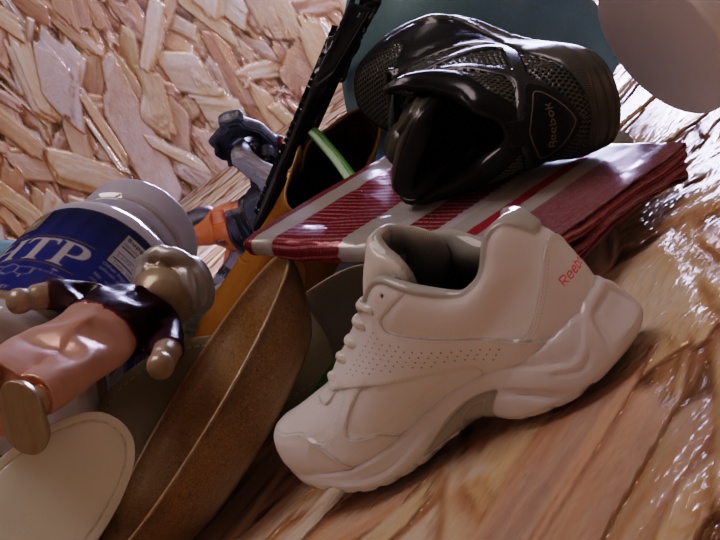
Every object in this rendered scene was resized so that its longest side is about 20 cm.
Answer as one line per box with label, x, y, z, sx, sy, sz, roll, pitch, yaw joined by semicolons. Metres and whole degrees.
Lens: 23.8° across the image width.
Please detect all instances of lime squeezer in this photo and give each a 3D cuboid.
lime squeezer;0.000;0.000;0.991;0.071;0.038;0.200;-18;57;34

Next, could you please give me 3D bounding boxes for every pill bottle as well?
pill bottle;0.234;-0.183;0.964;0.200;0.116;0.116;-41;10;-21
pill bottle;-0.189;0.024;1.139;0.120;0.120;0.200;-31;15;34

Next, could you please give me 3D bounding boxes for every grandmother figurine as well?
grandmother figurine;-0.155;0.037;1.007;0.200;0.121;0.061;-34;-30;-53

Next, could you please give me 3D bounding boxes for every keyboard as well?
keyboard;-0.029;-0.115;1.127;0.127;0.021;0.200;-61;2;-29

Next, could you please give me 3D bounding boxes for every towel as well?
towel;0.055;-0.033;0.902;0.200;0.023;0.144;3;25;41

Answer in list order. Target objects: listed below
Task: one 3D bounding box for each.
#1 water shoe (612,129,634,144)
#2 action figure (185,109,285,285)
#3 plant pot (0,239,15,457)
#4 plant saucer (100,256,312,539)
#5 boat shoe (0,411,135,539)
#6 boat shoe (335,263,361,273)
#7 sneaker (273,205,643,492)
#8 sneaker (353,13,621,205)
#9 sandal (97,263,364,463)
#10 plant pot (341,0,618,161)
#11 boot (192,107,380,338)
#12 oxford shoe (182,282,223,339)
water shoe;0.097;-0.079;1.033;0.071;0.079;0.200;-18;3;-18
action figure;-0.064;-0.028;1.344;0.193;0.200;0.105;-39;48;21
plant pot;-0.229;0.073;1.299;0.134;0.200;0.200;-3;28;35
plant saucer;-0.079;0.083;0.938;0.200;0.035;0.200;-55;10;15
boat shoe;-0.200;0.165;0.970;0.200;0.073;0.062;-54;-3;-12
boat shoe;-0.014;-0.015;1.261;0.202;0.075;0.086;-40;-3;30
sneaker;0.025;0.028;0.752;0.200;0.099;0.078;-31;11;36
sneaker;0.035;-0.090;0.929;0.114;0.076;0.199;-18;23;-30
sandal;-0.055;0.066;1.053;0.212;0.078;0.070;-28;-21;14
plant pot;0.064;-0.132;1.208;0.135;0.200;0.200;-63;17;-16
boot;-0.053;-0.007;1.102;0.201;0.071;0.144;-58;-7;-21
oxford shoe;-0.118;0.067;1.216;0.200;0.075;0.058;-38;-3;4
